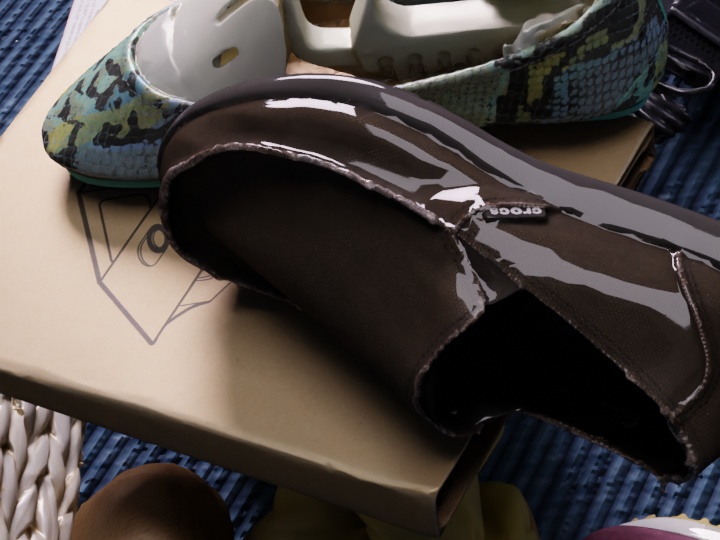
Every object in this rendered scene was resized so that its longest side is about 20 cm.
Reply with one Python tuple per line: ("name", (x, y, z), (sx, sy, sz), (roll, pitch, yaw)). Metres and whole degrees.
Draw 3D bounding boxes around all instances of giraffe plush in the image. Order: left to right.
("giraffe plush", (-0.028, 0.112, 0.790), (0.162, 0.173, 0.200), (-12, 77, 10))

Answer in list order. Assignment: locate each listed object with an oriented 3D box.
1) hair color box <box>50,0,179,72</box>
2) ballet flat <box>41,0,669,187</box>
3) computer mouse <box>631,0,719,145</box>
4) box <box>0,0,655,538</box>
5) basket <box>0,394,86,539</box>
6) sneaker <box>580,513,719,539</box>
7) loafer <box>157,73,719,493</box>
("hair color box", (-0.029, -0.080, 1.034), (0.200, 0.064, 0.111), (-1, 42, 10))
("ballet flat", (-0.005, -0.075, 0.734), (0.200, 0.074, 0.074), (-10, 43, 0))
("computer mouse", (0.149, -0.126, 1.042), (0.200, 0.053, 0.139), (-23, 67, -30))
("box", (-0.030, -0.010, 0.740), (0.200, 0.021, 0.164), (16, 52, 22))
("basket", (-0.179, 0.082, 0.813), (0.136, 0.123, 0.200), (-26, 39, 24))
("sneaker", (0.128, 0.153, 0.755), (0.200, 0.075, 0.090), (31, 50, 35))
("loafer", (0.023, 0.003, 0.651), (0.200, 0.073, 0.071), (16, 50, 22))
